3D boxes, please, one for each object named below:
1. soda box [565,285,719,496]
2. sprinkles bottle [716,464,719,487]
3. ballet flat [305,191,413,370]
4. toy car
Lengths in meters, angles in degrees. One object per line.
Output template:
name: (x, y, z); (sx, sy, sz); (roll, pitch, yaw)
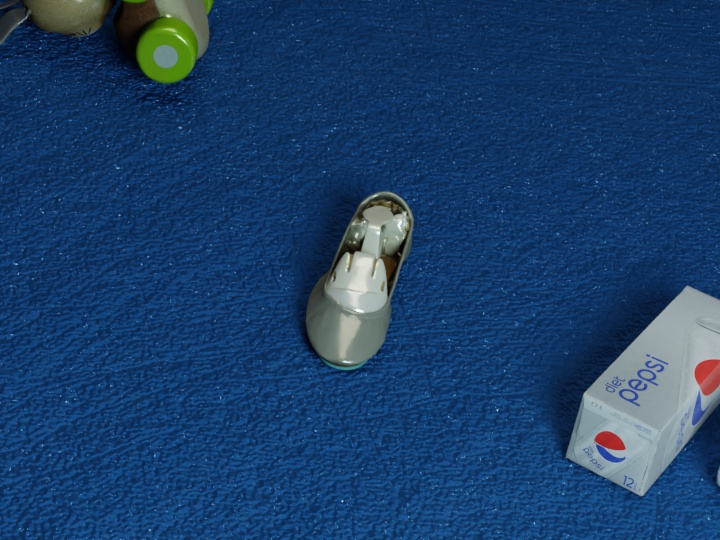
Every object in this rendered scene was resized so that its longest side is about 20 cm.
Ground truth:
soda box: (0.233, 0.088, 1.722); (0.068, 0.064, 0.200); (26, 35, 21)
sprinkles bottle: (0.362, 0.165, 1.641); (0.199, 0.069, 0.068); (23, 34, 17)
ballet flat: (0.000, 0.000, 1.784); (0.067, 0.064, 0.200); (14, 33, 4)
toy car: (-0.249, -0.242, 2.055); (0.198, 0.159, 0.165); (-15, 27, 12)
